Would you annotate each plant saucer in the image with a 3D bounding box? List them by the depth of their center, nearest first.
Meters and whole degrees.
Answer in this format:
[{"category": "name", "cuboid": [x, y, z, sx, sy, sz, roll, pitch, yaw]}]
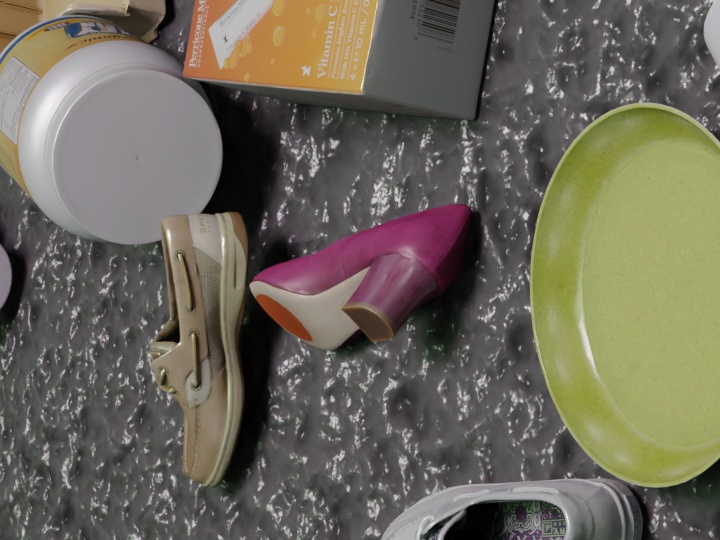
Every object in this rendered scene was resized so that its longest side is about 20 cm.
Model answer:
[{"category": "plant saucer", "cuboid": [0.158, 0.013, 0.893, 0.200, 0.031, 0.201, 4, 94, 60]}]

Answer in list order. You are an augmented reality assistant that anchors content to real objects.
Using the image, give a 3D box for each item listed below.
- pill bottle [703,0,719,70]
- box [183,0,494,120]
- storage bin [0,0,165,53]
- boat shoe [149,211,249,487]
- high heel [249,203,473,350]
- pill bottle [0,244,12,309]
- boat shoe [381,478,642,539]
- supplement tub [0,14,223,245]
[{"category": "pill bottle", "cuboid": [0.234, -0.051, 0.776, 0.112, 0.112, 0.201, -46, 52, 35]}, {"category": "box", "cuboid": [-0.015, -0.173, 1.104, 0.199, 0.097, 0.125, 12, 93, 50]}, {"category": "storage bin", "cuboid": [-0.255, -0.262, 1.407, 0.198, 0.093, 0.201, -27, 64, 45]}, {"category": "boat shoe", "cuboid": [-0.118, 0.057, 1.184, 0.072, 0.065, 0.201, -131, 44, -64]}, {"category": "high heel", "cuboid": [0.000, 0.000, 1.111, 0.096, 0.067, 0.200, -50, 26, -19]}, {"category": "pill bottle", "cuboid": [-0.397, -0.013, 1.514, 0.200, 0.119, 0.120, 23, 101, 49]}, {"category": "boat shoe", "cuboid": [0.068, 0.157, 0.971, 0.199, 0.068, 0.073, -11, 76, 48]}, {"category": "supplement tub", "cuboid": [-0.189, -0.103, 1.235, 0.200, 0.144, 0.146, 34, 110, 61]}]
